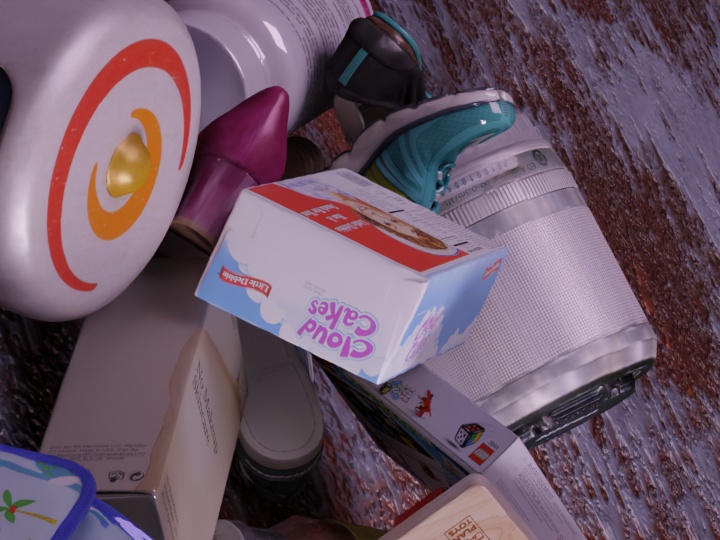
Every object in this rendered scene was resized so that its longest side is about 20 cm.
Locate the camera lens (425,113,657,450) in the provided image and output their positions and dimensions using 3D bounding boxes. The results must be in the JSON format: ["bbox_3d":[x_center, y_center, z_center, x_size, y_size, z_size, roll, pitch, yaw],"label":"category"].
[{"bbox_3d":[0.093,0.016,1.802,0.160,0.160,0.200,-11,72,-61],"label":"camera lens"}]

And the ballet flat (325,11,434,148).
[{"bbox_3d":[0.016,-0.109,1.760,0.068,0.068,0.200,38,-4,23],"label":"ballet flat"}]

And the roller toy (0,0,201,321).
[{"bbox_3d":[-0.171,-0.069,1.407,0.182,0.140,0.200,-57,154,-31],"label":"roller toy"}]

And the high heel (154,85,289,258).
[{"bbox_3d":[-0.087,-0.053,1.555,0.067,0.096,0.200,33,-11,-4],"label":"high heel"}]

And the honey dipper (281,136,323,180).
[{"bbox_3d":[-0.072,-0.057,1.711,0.038,0.038,0.200,59,20,2],"label":"honey dipper"}]

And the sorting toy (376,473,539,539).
[{"bbox_3d":[0.045,0.231,1.485,0.199,0.200,0.070,50,12,-15],"label":"sorting toy"}]

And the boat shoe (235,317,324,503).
[{"bbox_3d":[-0.064,0.053,1.640,0.062,0.073,0.200,93,-14,-49],"label":"boat shoe"}]

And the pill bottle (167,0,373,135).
[{"bbox_3d":[-0.075,-0.135,1.731,0.113,0.113,0.200,57,27,-3],"label":"pill bottle"}]

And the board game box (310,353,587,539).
[{"bbox_3d":[0.048,0.100,1.551,0.200,0.035,0.126,37,-14,48],"label":"board game box"}]

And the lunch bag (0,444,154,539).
[{"bbox_3d":[-0.176,0.175,1.260,0.200,0.127,0.170,41,32,-5],"label":"lunch bag"}]

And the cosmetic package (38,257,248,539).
[{"bbox_3d":[-0.116,0.091,1.442,0.200,0.073,0.104,-77,162,-51],"label":"cosmetic package"}]

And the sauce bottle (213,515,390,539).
[{"bbox_3d":[-0.020,0.175,1.563,0.200,0.066,0.066,21,45,-50],"label":"sauce bottle"}]

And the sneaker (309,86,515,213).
[{"bbox_3d":[0.025,-0.046,1.708,0.077,0.200,0.080,9,48,-58],"label":"sneaker"}]

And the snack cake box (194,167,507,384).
[{"bbox_3d":[0.000,0.000,1.504,0.115,0.067,0.200,27,12,12],"label":"snack cake box"}]
